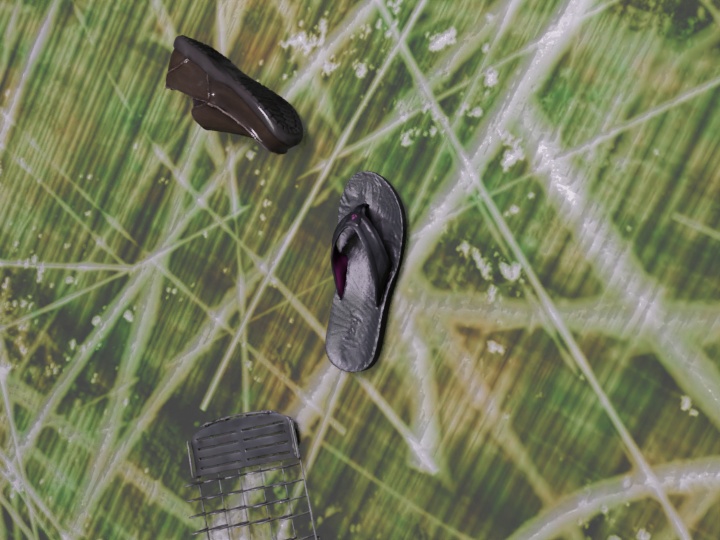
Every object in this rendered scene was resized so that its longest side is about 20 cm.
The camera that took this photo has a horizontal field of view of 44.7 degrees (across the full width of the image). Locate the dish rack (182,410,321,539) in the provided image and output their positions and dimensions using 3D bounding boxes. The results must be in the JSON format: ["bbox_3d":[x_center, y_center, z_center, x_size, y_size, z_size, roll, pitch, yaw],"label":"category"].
[{"bbox_3d":[-0.117,0.249,0.902,0.153,0.054,0.201,-16,80,23],"label":"dish rack"}]

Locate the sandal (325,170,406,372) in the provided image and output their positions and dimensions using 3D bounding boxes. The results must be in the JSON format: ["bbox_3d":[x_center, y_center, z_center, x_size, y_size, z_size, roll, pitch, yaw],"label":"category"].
[{"bbox_3d":[0.001,0.001,0.864,0.075,0.048,0.202,5,90,26],"label":"sandal"}]

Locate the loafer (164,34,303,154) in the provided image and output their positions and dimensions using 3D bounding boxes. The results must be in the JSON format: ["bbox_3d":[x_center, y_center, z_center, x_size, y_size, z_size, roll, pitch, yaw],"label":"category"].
[{"bbox_3d":[-0.138,-0.175,0.935,0.200,0.073,0.072,42,110,30],"label":"loafer"}]
